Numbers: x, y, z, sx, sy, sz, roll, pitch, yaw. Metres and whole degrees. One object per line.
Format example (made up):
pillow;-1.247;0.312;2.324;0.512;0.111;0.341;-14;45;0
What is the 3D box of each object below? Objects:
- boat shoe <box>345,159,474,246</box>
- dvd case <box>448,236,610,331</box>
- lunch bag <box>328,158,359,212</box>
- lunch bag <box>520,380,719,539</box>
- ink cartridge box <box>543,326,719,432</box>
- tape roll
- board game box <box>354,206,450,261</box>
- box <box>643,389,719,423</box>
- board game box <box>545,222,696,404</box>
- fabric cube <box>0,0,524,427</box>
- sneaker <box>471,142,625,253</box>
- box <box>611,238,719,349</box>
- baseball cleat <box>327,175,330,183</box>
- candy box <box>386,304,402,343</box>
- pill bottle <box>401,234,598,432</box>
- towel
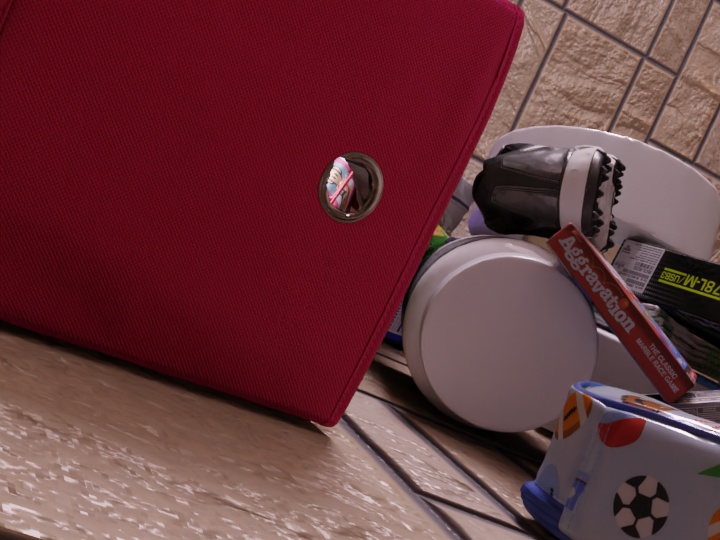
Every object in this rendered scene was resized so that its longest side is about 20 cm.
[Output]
boat shoe;0.031;-0.049;0.886;0.071;0.070;0.200;25;3;17
dvd case;0.143;0.013;1.103;0.200;0.016;0.149;27;-4;-22
lunch bag;-0.072;-0.066;0.937;0.176;0.082;0.200;24;32;8
lunch bag;0.178;0.117;0.502;0.200;0.076;0.160;26;1;43
ink cartridge box;0.217;0.104;0.951;0.146;0.086;0.200;25;1;8
tape roll;0.193;-0.042;1.019;0.202;0.071;0.202;17;-16;5
board game box;0.000;0.000;0.783;0.030;0.096;0.200;52;11;11
box;0.235;0.095;0.726;0.199;0.048;0.158;-6;-4;13
board game box;0.156;0.027;0.708;0.103;0.019;0.200;53;10;12
fabric cube;-0.091;-0.078;0.522;0.199;0.197;0.200;23;4;-35
sneaker;0.121;-0.050;0.797;0.090;0.067;0.200;9;1;16
box;0.306;0.049;0.890;0.193;0.048;0.200;30;-2;-26
baseball cleat;-0.079;-0.058;0.804;0.106;0.070;0.200;19;36;5
candy box;0.030;0.015;1.070;0.169;0.077;0.200;27;2;41
pill bottle;0.081;0.036;0.752;0.114;0.114;0.200;25;3;1
towel;0.253;0.057;0.971;0.200;0.031;0.149;25;4;-30
